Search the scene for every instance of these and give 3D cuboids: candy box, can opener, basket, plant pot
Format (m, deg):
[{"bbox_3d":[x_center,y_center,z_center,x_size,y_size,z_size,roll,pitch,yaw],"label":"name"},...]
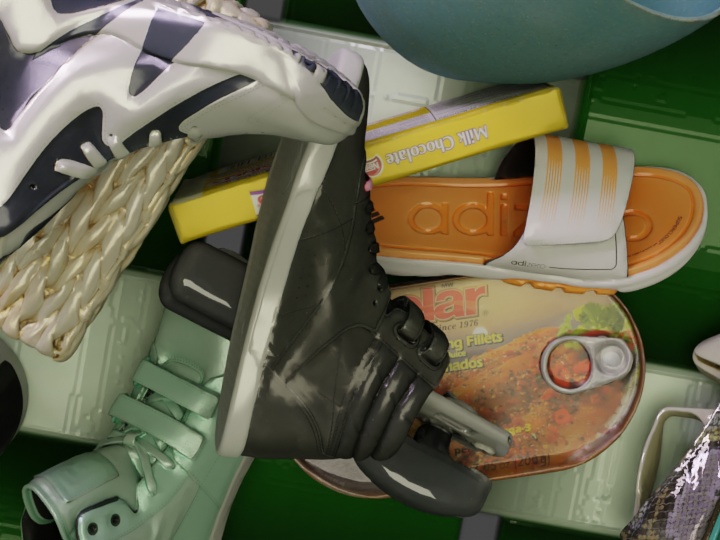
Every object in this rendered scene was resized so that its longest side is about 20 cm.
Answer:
[{"bbox_3d":[0.003,-0.059,0.964,0.199,0.102,0.027,-16,102,2],"label":"candy box"},{"bbox_3d":[-0.015,0.059,0.950,0.199,0.053,0.067,28,73,-11],"label":"can opener"},{"bbox_3d":[-0.157,-0.081,0.913,0.160,0.198,0.200,32,95,-6],"label":"basket"},{"bbox_3d":[0.069,-0.169,0.925,0.200,0.200,0.135,48,128,-5],"label":"plant pot"}]

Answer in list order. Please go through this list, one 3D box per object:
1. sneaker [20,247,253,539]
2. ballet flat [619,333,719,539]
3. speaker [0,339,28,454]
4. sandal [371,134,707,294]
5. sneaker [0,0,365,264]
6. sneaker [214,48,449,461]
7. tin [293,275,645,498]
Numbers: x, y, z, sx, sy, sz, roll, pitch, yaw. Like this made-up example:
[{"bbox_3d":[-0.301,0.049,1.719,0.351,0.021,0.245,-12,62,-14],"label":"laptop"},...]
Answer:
[{"bbox_3d":[-0.110,0.086,0.965,0.074,0.118,0.201,18,98,33],"label":"sneaker"},{"bbox_3d":[0.196,0.074,0.998,0.072,0.072,0.201,31,82,-4],"label":"ballet flat"},{"bbox_3d":[-0.219,0.081,0.927,0.081,0.200,0.082,0,97,-1],"label":"speaker"},{"bbox_3d":[0.079,-0.034,0.973,0.206,0.059,0.079,-1,53,0],"label":"sandal"},{"bbox_3d":[-0.107,-0.054,0.786,0.198,0.080,0.130,17,99,-9],"label":"sneaker"},{"bbox_3d":[0.000,0.000,0.892,0.099,0.071,0.201,12,100,-11],"label":"sneaker"},{"bbox_3d":[0.051,0.056,1.011,0.199,0.042,0.113,-8,101,0],"label":"tin"}]
